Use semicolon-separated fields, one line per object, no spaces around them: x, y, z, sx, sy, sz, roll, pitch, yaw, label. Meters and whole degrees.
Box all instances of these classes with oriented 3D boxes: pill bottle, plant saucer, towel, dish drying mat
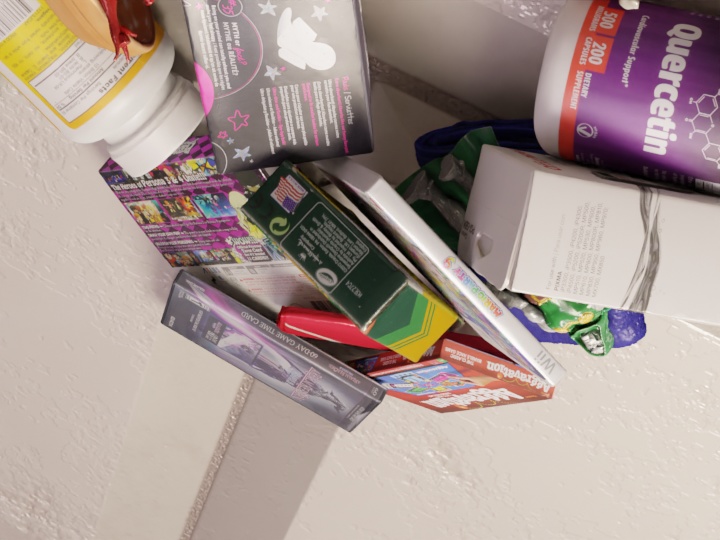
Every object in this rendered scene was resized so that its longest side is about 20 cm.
0.220;-0.110;1.134;0.199;0.113;0.113;14;138;15;pill bottle
-0.203;-0.232;1.179;0.037;0.200;0.200;-27;122;9;plant saucer
0.135;-0.029;1.322;0.147;0.050;0.200;4;133;30;towel
-0.212;-0.168;1.310;0.113;0.113;0.200;-25;118;43;pill bottle
0.032;0.055;1.404;0.199;0.018;0.077;10;169;-4;dish drying mat

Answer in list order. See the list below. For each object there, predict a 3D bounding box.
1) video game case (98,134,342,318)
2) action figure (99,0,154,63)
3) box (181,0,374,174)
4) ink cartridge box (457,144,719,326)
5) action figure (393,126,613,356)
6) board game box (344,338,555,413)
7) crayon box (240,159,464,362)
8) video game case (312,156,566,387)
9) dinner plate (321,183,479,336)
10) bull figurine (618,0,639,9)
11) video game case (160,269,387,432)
-0.098;-0.033;1.424;0.200;0.036;0.181;-4;132;47;video game case
-0.164;-0.182;1.047;0.065;0.200;0.099;-17;88;28;action figure
-0.057;-0.186;1.174;0.114;0.132;0.200;-6;134;1;box
0.181;-0.022;1.166;0.199;0.147;0.083;9;99;-12;ink cartridge box
0.119;-0.006;1.279;0.200;0.055;0.118;42;137;-18;action figure
0.068;0.089;1.425;0.103;0.020;0.200;19;165;-19;board game box
0.000;0.000;1.255;0.127;0.051;0.200;44;-177;18;crayon box
0.053;-0.005;1.234;0.200;0.018;0.143;45;177;-21;video game case
0.025;0.008;1.437;0.199;0.024;0.201;16;139;14;dinner plate
0.126;-0.239;1.066;0.065;0.121;0.200;-43;120;5;bull figurine
-0.079;0.073;1.504;0.200;0.019;0.143;31;161;-1;video game case
